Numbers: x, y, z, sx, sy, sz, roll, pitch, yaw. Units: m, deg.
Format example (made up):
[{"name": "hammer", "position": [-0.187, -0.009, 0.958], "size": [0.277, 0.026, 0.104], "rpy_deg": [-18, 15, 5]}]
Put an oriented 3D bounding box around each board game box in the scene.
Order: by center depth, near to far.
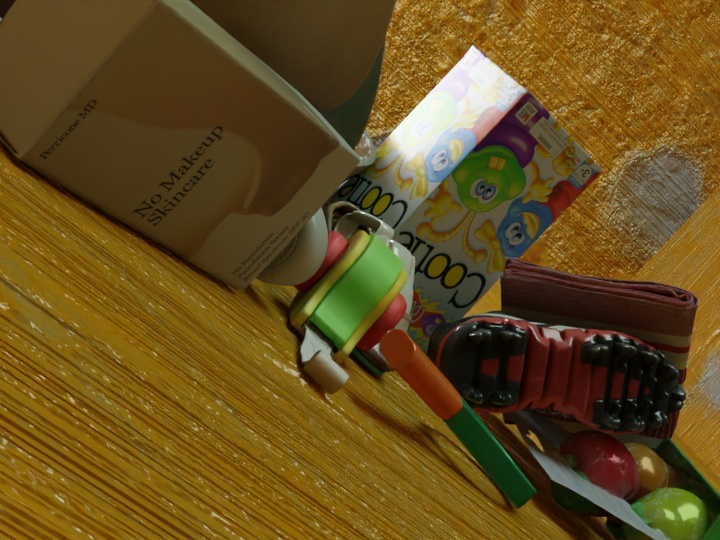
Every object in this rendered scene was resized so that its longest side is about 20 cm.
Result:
[{"name": "board game box", "position": [0.067, -0.052, 1.290], "size": [0.105, 0.200, 0.103], "rpy_deg": [40, 7, -34]}]

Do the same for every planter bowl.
[{"name": "planter bowl", "position": [-0.079, -0.196, 0.984], "size": [0.134, 0.202, 0.200], "rpy_deg": [0, 30, -30]}]

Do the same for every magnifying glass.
[{"name": "magnifying glass", "position": [0.057, 0.087, 1.007], "size": [0.080, 0.022, 0.200], "rpy_deg": [52, 0, 36]}]

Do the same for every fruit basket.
[{"name": "fruit basket", "position": [0.192, 0.170, 1.254], "size": [0.199, 0.094, 0.185], "rpy_deg": [25, 11, -17]}]

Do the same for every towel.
[{"name": "towel", "position": [0.177, 0.068, 1.284], "size": [0.143, 0.023, 0.201], "rpy_deg": [11, -36, 12]}]

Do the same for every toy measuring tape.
[{"name": "toy measuring tape", "position": [-0.005, 0.017, 0.964], "size": [0.074, 0.074, 0.200], "rpy_deg": [42, 6, -8]}]

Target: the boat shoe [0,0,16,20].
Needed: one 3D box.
[{"name": "boat shoe", "position": [-0.188, -0.163, 0.988], "size": [0.076, 0.072, 0.200], "rpy_deg": [42, 6, -13]}]

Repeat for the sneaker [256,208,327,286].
[{"name": "sneaker", "position": [-0.062, -0.053, 1.025], "size": [0.200, 0.077, 0.111], "rpy_deg": [40, 12, 36]}]

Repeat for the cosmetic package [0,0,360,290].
[{"name": "cosmetic package", "position": [-0.095, -0.075, 0.848], "size": [0.071, 0.105, 0.200], "rpy_deg": [47, 8, 33]}]

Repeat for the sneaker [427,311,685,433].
[{"name": "sneaker", "position": [0.135, 0.071, 1.215], "size": [0.199, 0.072, 0.098], "rpy_deg": [10, 3, -21]}]

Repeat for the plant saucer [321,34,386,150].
[{"name": "plant saucer", "position": [-0.047, -0.158, 1.103], "size": [0.038, 0.202, 0.201], "rpy_deg": [1, 29, -29]}]

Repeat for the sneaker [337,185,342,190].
[{"name": "sneaker", "position": [0.014, -0.037, 1.462], "size": [0.201, 0.071, 0.098], "rpy_deg": [49, 6, 33]}]

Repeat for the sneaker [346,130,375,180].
[{"name": "sneaker", "position": [-0.072, -0.077, 1.238], "size": [0.199, 0.080, 0.072], "rpy_deg": [0, 58, -54]}]

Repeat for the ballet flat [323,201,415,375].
[{"name": "ballet flat", "position": [0.000, 0.000, 1.128], "size": [0.068, 0.067, 0.200], "rpy_deg": [40, 7, -27]}]
